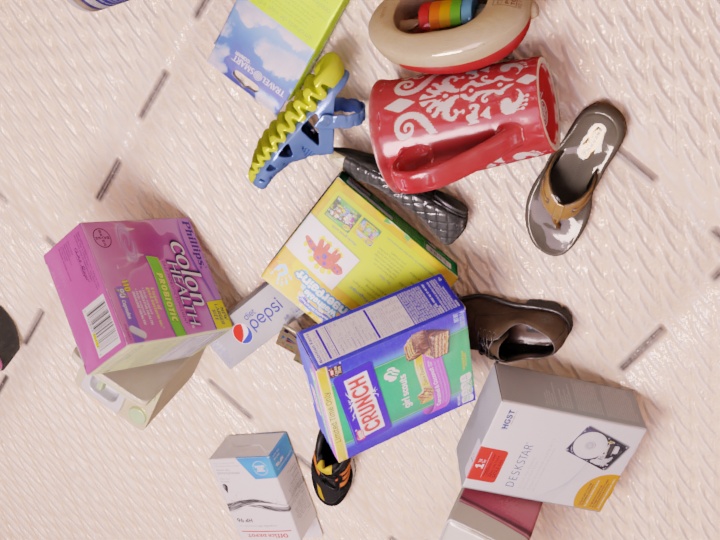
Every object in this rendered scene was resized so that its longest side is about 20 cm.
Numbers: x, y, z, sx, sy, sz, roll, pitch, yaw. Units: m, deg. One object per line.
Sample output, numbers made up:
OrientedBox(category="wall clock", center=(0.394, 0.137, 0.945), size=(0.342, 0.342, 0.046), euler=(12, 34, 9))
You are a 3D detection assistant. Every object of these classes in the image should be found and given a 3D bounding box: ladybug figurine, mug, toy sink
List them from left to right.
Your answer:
OrientedBox(category="toy sink", center=(-0.331, 0.141, 1.530), size=(0.129, 0.200, 0.113), euler=(32, 124, 3))
OrientedBox(category="ladybug figurine", center=(0.106, -0.272, 1.170), size=(0.197, 0.137, 0.072), euler=(2, 146, 29))
OrientedBox(category="mug", center=(0.123, -0.153, 1.202), size=(0.197, 0.180, 0.133), euler=(-8, 152, 22))

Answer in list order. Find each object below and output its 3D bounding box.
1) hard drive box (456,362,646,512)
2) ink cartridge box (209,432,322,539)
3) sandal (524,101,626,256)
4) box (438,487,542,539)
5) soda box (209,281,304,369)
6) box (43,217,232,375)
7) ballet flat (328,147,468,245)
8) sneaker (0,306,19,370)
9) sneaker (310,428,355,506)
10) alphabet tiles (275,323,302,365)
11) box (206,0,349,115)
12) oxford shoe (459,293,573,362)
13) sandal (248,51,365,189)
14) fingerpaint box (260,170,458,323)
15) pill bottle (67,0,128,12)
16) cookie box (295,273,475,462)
OrientedBox(category="hard drive box", center=(0.242, 0.218, 1.351), size=(0.197, 0.077, 0.157), euler=(12, 123, -10))
OrientedBox(category="ink cartridge box", center=(-0.146, 0.360, 1.644), size=(0.114, 0.068, 0.203), euler=(-8, 113, 27))
OrientedBox(category="sandal", center=(0.251, -0.102, 1.233), size=(0.081, 0.055, 0.202), euler=(30, 124, 6))
OrientedBox(category="box", center=(0.177, 0.339, 1.411), size=(0.108, 0.200, 0.129), euler=(23, 124, 11))
OrientedBox(category="soda box", center=(-0.132, 0.056, 1.476), size=(0.064, 0.068, 0.199), euler=(48, 125, -7))
OrientedBox(category="box", center=(-0.300, 0.030, 1.423), size=(0.096, 0.199, 0.178), euler=(-32, 75, 33))
OrientedBox(category="ballet flat", center=(0.044, -0.097, 1.317), size=(0.198, 0.066, 0.057), euler=(30, 114, 5))
OrientedBox(category="sneaker", center=(-0.642, 0.081, 1.721), size=(0.086, 0.080, 0.201), euler=(-34, 91, 46))
OrientedBox(category="sneaker", center=(-0.046, 0.283, 1.546), size=(0.069, 0.090, 0.202), euler=(20, 122, 12))
OrientedBox(category="alphabet tiles", center=(-0.025, 0.135, 1.444), size=(0.198, 0.006, 0.167), euler=(29, 159, 0))
OrientedBox(category="box", center=(-0.096, -0.307, 1.280), size=(0.121, 0.048, 0.201), euler=(37, 125, 2))
OrientedBox(category="oxford shoe", center=(0.168, 0.078, 1.349), size=(0.197, 0.085, 0.074), euler=(-3, 117, 26))
OrientedBox(category="sandal", center=(-0.065, -0.168, 1.291), size=(0.087, 0.080, 0.200), euler=(34, 120, -20))
OrientedBox(category="fingerpaint box", center=(0.000, 0.000, 1.349), size=(0.199, 0.073, 0.167), euler=(38, 104, -6))
OrientedBox(category="pill bottle", center=(-0.274, -0.394, 1.270), size=(0.197, 0.116, 0.117), euler=(-8, 113, 27))
OrientedBox(category="cookie box", center=(0.035, 0.122, 1.291), size=(0.198, 0.075, 0.173), euler=(-22, 132, -12))
